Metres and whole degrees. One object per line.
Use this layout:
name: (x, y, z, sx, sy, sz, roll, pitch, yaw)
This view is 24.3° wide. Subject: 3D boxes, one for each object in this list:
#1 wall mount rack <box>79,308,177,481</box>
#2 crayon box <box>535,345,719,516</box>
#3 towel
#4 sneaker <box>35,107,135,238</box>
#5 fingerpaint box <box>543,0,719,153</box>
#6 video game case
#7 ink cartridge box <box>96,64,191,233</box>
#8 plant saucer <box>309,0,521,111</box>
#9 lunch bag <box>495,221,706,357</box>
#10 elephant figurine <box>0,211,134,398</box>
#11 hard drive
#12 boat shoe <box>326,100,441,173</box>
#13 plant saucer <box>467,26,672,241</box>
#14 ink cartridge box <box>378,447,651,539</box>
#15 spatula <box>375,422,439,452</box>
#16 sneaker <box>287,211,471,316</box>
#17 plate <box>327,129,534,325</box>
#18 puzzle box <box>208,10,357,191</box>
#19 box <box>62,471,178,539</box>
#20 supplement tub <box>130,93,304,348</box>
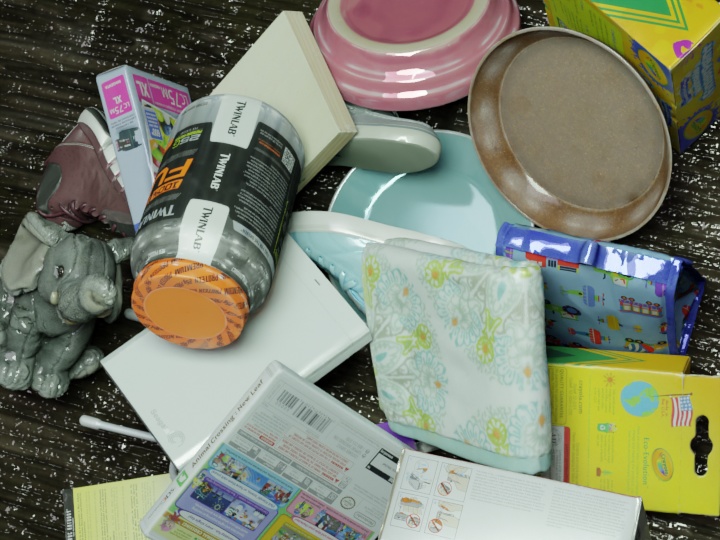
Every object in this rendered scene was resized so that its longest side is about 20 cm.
wall mount rack: (-0.167, 0.093, 1.533, 0.173, 0.074, 0.201, -16, 47, 51)
crayon box: (0.207, 0.134, 1.413, 0.198, 0.051, 0.128, 4, 106, 17)
towel: (0.079, 0.067, 1.387, 0.199, 0.048, 0.173, 12, 115, 49)
sneaker: (-0.244, -0.051, 1.612, 0.115, 0.076, 0.201, -40, 62, 12)
fingerpaint box: (0.237, -0.209, 1.436, 0.073, 0.200, 0.167, -44, 69, -2)
video game case: (-0.060, 0.192, 1.426, 0.182, 0.200, 0.022, -50, 36, 6)
ink cartridge box: (-0.175, -0.081, 1.534, 0.042, 0.119, 0.202, -18, 79, 21)
plant saucer: (0.047, -0.230, 1.530, 0.199, 0.051, 0.202, -6, 48, 6)
lunch bag: (0.198, 0.012, 1.393, 0.149, 0.200, 0.095, 14, 81, 18)
elephant figurine: (-0.261, 0.012, 1.516, 0.155, 0.141, 0.200, 50, 129, 16)
hard drive: (-0.107, 0.069, 1.438, 0.199, 0.026, 0.132, -35, 60, -11)
boat shoe: (-0.005, -0.137, 1.536, 0.200, 0.070, 0.072, 7, 71, 40)
plant saucer: (0.184, -0.120, 1.439, 0.199, 0.201, 0.034, 32, 44, 21)
ink cartridge box: (0.133, 0.229, 1.380, 0.198, 0.176, 0.084, 10, 69, 17)
spatula: (0.087, 0.148, 1.485, 0.198, 0.021, 0.057, -14, 94, 8)
sneaker: (0.000, 0.000, 1.494, 0.198, 0.074, 0.083, 11, 77, 19)
plate: (0.063, -0.030, 1.536, 0.198, 0.026, 0.202, -4, 75, 15)
puzzle box: (-0.091, -0.127, 1.546, 0.200, 0.025, 0.134, -42, 65, 40)
box: (-0.171, 0.224, 1.526, 0.198, 0.050, 0.076, -12, 73, 13)
supplement tub: (-0.123, -0.041, 1.419, 0.121, 0.123, 0.201, 0, 49, 16)
